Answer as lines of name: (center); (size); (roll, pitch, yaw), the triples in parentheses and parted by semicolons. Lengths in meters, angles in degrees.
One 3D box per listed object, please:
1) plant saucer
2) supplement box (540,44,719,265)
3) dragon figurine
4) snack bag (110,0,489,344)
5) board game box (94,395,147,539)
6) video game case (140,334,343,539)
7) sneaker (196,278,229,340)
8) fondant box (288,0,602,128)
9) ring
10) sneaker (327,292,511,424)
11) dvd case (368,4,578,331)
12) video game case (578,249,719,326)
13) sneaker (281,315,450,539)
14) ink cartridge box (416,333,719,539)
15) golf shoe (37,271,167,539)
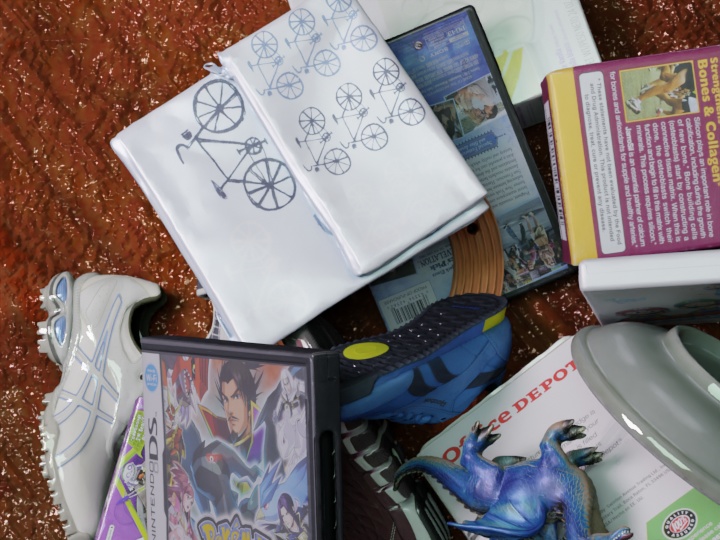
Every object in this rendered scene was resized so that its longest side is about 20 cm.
plant saucer: (0.225, 0.086, 1.169); (0.200, 0.200, 0.050); (41, 109, 18)
supplement box: (0.226, -0.080, 1.235); (0.198, 0.103, 0.132); (-7, 91, 4)
dragon figurine: (0.091, 0.148, 1.130); (0.198, 0.059, 0.100); (-4, 53, 27)
snack bag: (-0.045, -0.068, 1.232); (0.199, 0.021, 0.189); (-32, 81, -5)
board game box: (-0.126, 0.200, 1.287); (0.119, 0.032, 0.202); (18, 79, -13)
video game case: (-0.077, 0.136, 1.171); (0.199, 0.025, 0.183); (2, 94, 53)
sneaker: (-0.086, -0.032, 1.335); (0.080, 0.076, 0.202); (-7, 75, 16)
fondant box: (0.063, -0.163, 1.341); (0.198, 0.058, 0.145); (-21, 74, 8)
ring: (0.000, 0.000, 1.278); (0.198, 0.019, 0.202); (-2, 102, -8)
sneaker: (0.033, 0.076, 1.209); (0.066, 0.199, 0.079); (11, 111, 38)
dvd case: (0.051, -0.065, 1.295); (0.142, 0.018, 0.201); (-22, 98, 5)
video game case: (0.246, 0.011, 1.193); (0.198, 0.182, 0.024); (-3, 80, 11)
sneaker: (-0.031, 0.135, 1.258); (0.115, 0.076, 0.201); (-28, 96, 13)
ink cartridge box: (0.147, 0.158, 1.190); (0.146, 0.084, 0.200); (-36, 45, 0)
golf shoe: (-0.177, 0.097, 1.323); (0.096, 0.078, 0.202); (-4, 77, 5)
